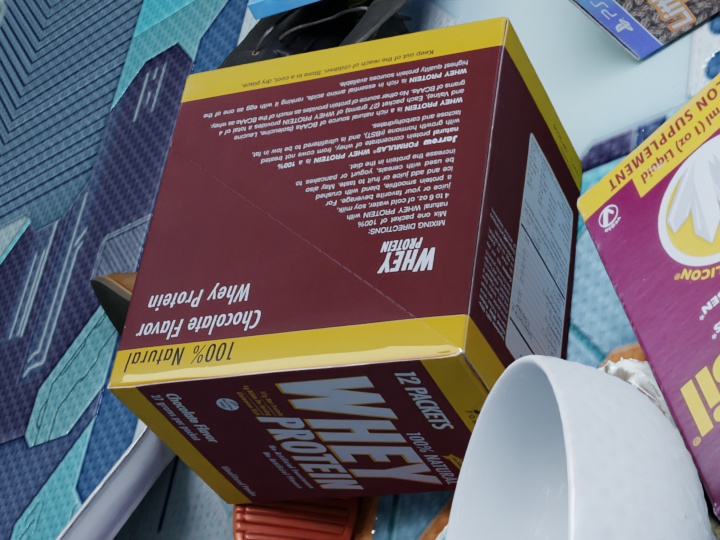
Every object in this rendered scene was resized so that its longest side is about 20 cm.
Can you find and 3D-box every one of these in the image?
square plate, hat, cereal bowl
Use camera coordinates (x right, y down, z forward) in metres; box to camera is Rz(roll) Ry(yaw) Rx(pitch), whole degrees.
[{"bbox_3d":[-0.169,0.165,1.031,0.199,0.028,0.200,-53,1,3],"label":"square plate"},{"bbox_3d":[-0.018,-0.137,1.108,0.199,0.081,0.201,-28,28,17],"label":"hat"},{"bbox_3d":[0.088,0.138,0.635,0.200,0.082,0.203,-171,90,-83],"label":"cereal bowl"}]

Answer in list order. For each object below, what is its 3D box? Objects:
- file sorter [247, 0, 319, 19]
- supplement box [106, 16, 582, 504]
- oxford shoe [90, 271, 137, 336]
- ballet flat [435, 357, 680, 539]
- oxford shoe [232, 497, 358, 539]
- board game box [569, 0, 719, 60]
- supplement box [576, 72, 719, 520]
[{"bbox_3d":[-0.003,-0.285,1.103,0.138,0.123,0.200,-7,34,46],"label":"file sorter"},{"bbox_3d":[0.000,0.000,0.864,0.195,0.133,0.202,-7,54,25],"label":"supplement box"},{"bbox_3d":[-0.129,0.027,1.150,0.071,0.072,0.199,-38,25,-24],"label":"oxford shoe"},{"bbox_3d":[0.093,0.117,0.759,0.200,0.071,0.072,-51,31,30],"label":"ballet flat"},{"bbox_3d":[-0.042,0.121,0.955,0.073,0.070,0.202,121,159,-54],"label":"oxford shoe"},{"bbox_3d":[0.198,-0.244,0.894,0.199,0.096,0.161,-31,41,35],"label":"board game box"},{"bbox_3d":[0.190,0.013,0.683,0.131,0.103,0.201,-43,36,21],"label":"supplement box"}]
